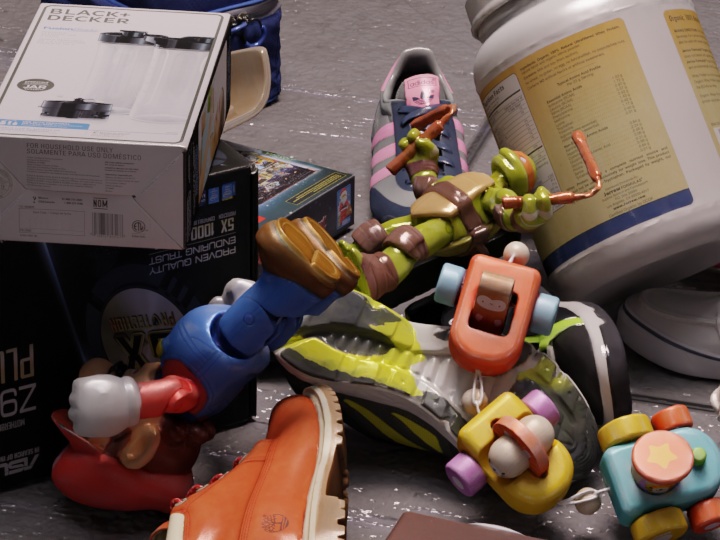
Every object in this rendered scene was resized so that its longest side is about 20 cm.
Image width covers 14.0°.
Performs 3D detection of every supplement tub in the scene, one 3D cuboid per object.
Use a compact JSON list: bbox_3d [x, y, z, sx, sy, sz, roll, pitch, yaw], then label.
[{"bbox_3d":[0.154,-0.093,1.797,0.144,0.201,0.144,-19,-10,-4],"label":"supplement tub"}]

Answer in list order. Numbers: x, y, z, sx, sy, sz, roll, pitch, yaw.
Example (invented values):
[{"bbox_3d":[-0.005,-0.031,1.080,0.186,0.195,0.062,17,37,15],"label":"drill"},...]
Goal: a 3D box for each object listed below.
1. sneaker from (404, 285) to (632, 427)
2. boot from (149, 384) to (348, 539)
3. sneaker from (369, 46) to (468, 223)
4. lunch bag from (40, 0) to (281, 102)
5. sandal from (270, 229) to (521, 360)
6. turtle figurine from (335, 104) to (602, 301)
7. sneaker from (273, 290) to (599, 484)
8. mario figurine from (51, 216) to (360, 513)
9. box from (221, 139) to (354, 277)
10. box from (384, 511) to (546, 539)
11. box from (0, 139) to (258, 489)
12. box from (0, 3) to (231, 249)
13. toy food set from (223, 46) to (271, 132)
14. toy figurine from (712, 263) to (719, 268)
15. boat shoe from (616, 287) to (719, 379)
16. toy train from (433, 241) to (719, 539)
[{"bbox_3d":[0.087,0.053,1.722,0.082,0.072,0.200,-18,20,-20],"label":"sneaker"},{"bbox_3d":[-0.057,0.123,1.560,0.106,0.075,0.200,-3,26,4],"label":"boot"},{"bbox_3d":[0.038,-0.084,1.974,0.070,0.083,0.200,-1,26,-7],"label":"sneaker"},{"bbox_3d":[-0.144,-0.196,2.140,0.135,0.133,0.200,-19,32,-36],"label":"lunch bag"},{"bbox_3d":[0.000,0.000,1.783,0.199,0.045,0.075,-25,20,-6],"label":"sandal"},{"bbox_3d":[0.043,-0.033,1.734,0.161,0.065,0.200,-29,29,-21],"label":"turtle figurine"},{"bbox_3d":[0.043,0.068,1.671,0.199,0.085,0.075,25,72,6],"label":"sneaker"},{"bbox_3d":[-0.101,0.044,1.595,0.123,0.200,0.106,34,15,-44],"label":"mario figurine"},{"bbox_3d":[-0.113,-0.028,1.902,0.136,0.038,0.200,17,30,29],"label":"box"},{"bbox_3d":[0.033,0.198,1.405,0.100,0.075,0.200,10,29,18],"label":"box"},{"bbox_3d":[-0.162,0.019,1.660,0.199,0.165,0.086,-14,29,-30],"label":"box"},{"bbox_3d":[-0.138,-0.082,1.612,0.116,0.060,0.200,4,25,4],"label":"box"},{"bbox_3d":[-0.172,-0.097,1.946,0.199,0.061,0.143,-28,14,-37],"label":"toy food set"},{"bbox_3d":[0.187,-0.058,1.924,0.183,0.151,0.201,-8,49,12],"label":"toy figurine"},{"bbox_3d":[0.250,0.031,1.767,0.199,0.066,0.074,12,28,21],"label":"boat shoe"},{"bbox_3d":[0.123,0.064,1.598,0.199,0.056,0.151,21,68,7],"label":"toy train"}]
